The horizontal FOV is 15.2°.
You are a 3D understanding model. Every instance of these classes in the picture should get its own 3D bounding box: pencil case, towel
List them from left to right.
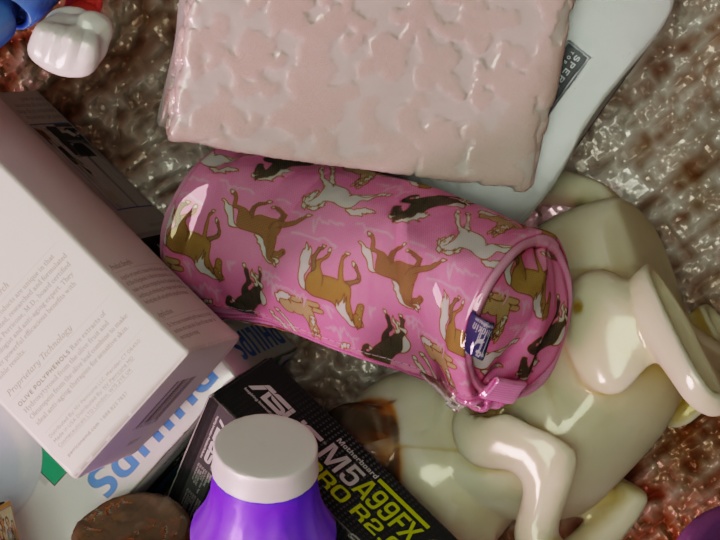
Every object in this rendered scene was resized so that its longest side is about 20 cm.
[{"bbox_3d":[0.000,0.000,1.267,0.199,0.086,0.083,19,135,34],"label":"pencil case"},{"bbox_3d":[0.013,-0.143,1.234,0.190,0.032,0.201,6,106,-19],"label":"towel"}]

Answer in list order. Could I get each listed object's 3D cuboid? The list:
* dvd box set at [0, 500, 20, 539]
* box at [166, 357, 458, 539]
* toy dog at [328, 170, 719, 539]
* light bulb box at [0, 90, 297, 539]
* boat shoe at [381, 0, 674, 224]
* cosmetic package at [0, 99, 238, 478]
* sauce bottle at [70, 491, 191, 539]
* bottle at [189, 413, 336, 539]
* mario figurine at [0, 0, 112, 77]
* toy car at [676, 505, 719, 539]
[{"bbox_3d":[-0.213,0.222,1.296,0.146,0.029,0.201,-12,94,14],"label":"dvd box set"},{"bbox_3d":[-0.032,0.163,1.326,0.160,0.044,0.200,43,138,17],"label":"box"},{"bbox_3d":[0.075,0.065,1.313,0.200,0.139,0.194,-36,74,14],"label":"toy dog"},{"bbox_3d":[-0.176,0.046,1.372,0.200,0.125,0.198,44,103,6],"label":"light bulb box"},{"bbox_3d":[0.079,-0.081,1.325,0.072,0.066,0.200,36,96,1],"label":"boat shoe"},{"bbox_3d":[-0.161,-0.008,1.245,0.200,0.108,0.085,44,99,7],"label":"cosmetic package"},{"bbox_3d":[-0.093,0.202,1.330,0.066,0.066,0.201,-5,126,13],"label":"sauce bottle"},{"bbox_3d":[-0.045,0.158,1.237,0.083,0.065,0.201,-6,126,-14],"label":"bottle"},{"bbox_3d":[-0.144,-0.157,1.191,0.200,0.106,0.124,-38,116,-26],"label":"mario figurine"},{"bbox_3d":[0.193,0.187,1.290,0.200,0.174,0.150,121,143,-44],"label":"toy car"}]
